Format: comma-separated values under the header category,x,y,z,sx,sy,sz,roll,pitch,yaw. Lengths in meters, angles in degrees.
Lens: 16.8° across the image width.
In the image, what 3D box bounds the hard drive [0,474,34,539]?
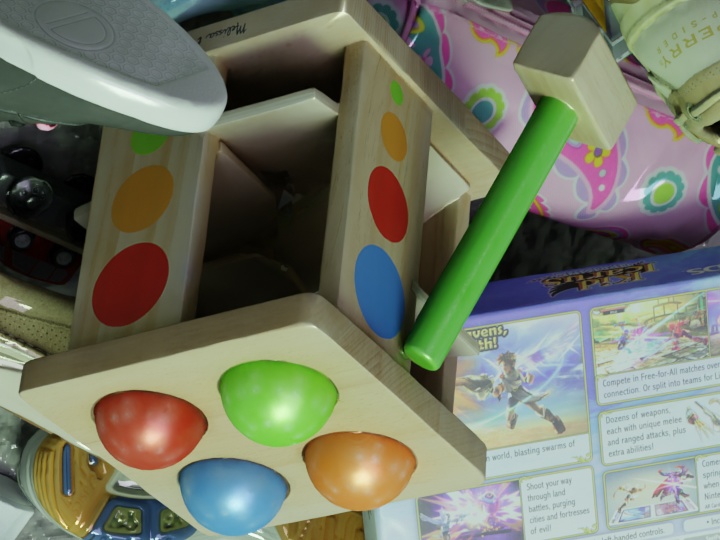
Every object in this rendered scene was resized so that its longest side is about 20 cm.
category,x,y,z,sx,sy,sz,roll,pitch,yaw
hard drive,-0.246,0.150,1.022,0.131,0.027,0.200,28,106,-35

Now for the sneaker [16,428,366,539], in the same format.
category,x,y,z,sx,sy,sz,roll,pitch,yaw
sneaker,-0.049,0.088,1.035,0.198,0.088,0.076,12,83,-21

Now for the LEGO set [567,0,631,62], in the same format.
category,x,y,z,sx,sy,sz,roll,pitch,yaw
LEGO set,0.116,-0.179,0.889,0.199,0.155,0.116,-26,165,0

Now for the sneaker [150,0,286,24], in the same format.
category,x,y,z,sx,sy,sz,roll,pitch,yaw
sneaker,-0.036,-0.141,0.909,0.199,0.074,0.082,-25,130,8

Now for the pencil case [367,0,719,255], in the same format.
category,x,y,z,sx,sy,sz,roll,pitch,yaw
pencil case,0.068,-0.072,0.986,0.199,0.088,0.088,22,109,-33

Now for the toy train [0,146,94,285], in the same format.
category,x,y,z,sx,sy,sz,roll,pitch,yaw
toy train,-0.125,-0.018,0.967,0.199,0.034,0.046,24,112,-33

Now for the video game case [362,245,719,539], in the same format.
category,x,y,z,sx,sy,sz,roll,pitch,yaw
video game case,0.099,0.090,0.998,0.198,0.045,0.183,-9,107,-9

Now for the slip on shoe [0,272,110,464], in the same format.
category,x,y,z,sx,sy,sz,roll,pitch,yaw
slip on shoe,-0.162,0.007,0.924,0.199,0.076,0.061,27,86,-7

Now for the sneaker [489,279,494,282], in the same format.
category,x,y,z,sx,sy,sz,roll,pitch,yaw
sneaker,0.042,0.031,1.061,0.080,0.077,0.201,-44,133,-19

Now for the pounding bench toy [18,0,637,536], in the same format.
category,x,y,z,sx,sy,sz,roll,pitch,yaw
pounding bench toy,0.000,0.000,0.867,0.199,0.157,0.124,-14,144,29

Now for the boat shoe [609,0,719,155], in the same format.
category,x,y,z,sx,sy,sz,roll,pitch,yaw
boat shoe,0.147,-0.068,0.906,0.073,0.064,0.201,-26,164,13

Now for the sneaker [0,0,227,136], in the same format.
category,x,y,z,sx,sy,sz,roll,pitch,yaw
sneaker,-0.148,-0.065,0.863,0.199,0.071,0.100,19,120,1
